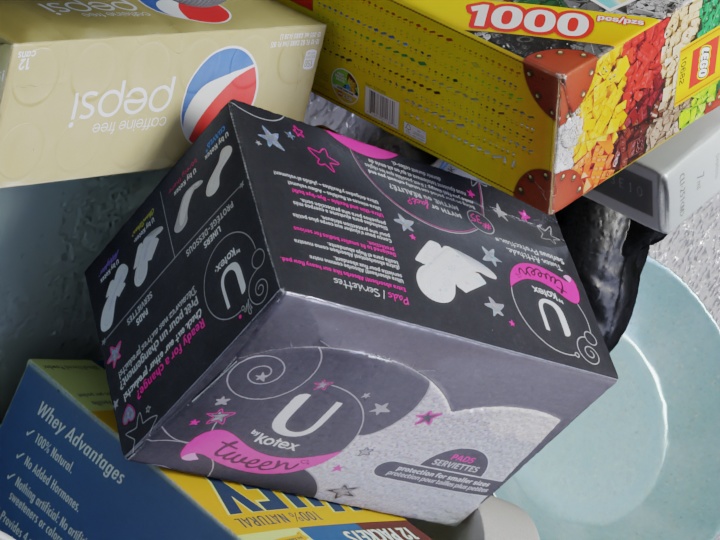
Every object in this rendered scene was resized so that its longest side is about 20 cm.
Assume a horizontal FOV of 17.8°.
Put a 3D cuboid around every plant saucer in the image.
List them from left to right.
[{"bbox_3d":[0.135,0.083,1.329,0.200,0.039,0.202,8,74,-30],"label":"plant saucer"}]

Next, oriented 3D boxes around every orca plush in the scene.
[{"bbox_3d":[0.158,-0.037,1.274,0.105,0.071,0.201,39,73,-43],"label":"orca plush"}]

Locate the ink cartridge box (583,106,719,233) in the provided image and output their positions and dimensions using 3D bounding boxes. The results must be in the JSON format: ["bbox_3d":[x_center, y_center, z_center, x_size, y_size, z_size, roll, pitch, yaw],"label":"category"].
[{"bbox_3d":[0.133,-0.113,1.204,0.173,0.199,0.044,-38,139,-31],"label":"ink cartridge box"}]

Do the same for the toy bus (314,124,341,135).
[{"bbox_3d":[0.000,0.000,1.202,0.065,0.078,0.200,-48,136,-9],"label":"toy bus"}]

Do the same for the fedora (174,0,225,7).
[{"bbox_3d":[-0.084,-0.183,0.939,0.090,0.177,0.200,-35,130,21],"label":"fedora"}]

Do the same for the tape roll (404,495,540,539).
[{"bbox_3d":[0.029,0.206,1.148,0.037,0.203,0.204,21,98,-17],"label":"tape roll"}]

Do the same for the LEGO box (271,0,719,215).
[{"bbox_3d":[0.065,-0.124,1.106,0.149,0.199,0.078,-32,137,-37],"label":"LEGO box"}]

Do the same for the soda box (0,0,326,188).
[{"bbox_3d":[-0.108,-0.086,1.027,0.199,0.064,0.068,-11,122,-50],"label":"soda box"}]

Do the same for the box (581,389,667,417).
[{"bbox_3d":[0.083,0.167,1.371,0.197,0.050,0.201,-2,104,-32],"label":"box"}]

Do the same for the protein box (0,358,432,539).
[{"bbox_3d":[-0.092,0.178,1.103,0.135,0.198,0.201,4,116,-54],"label":"protein box"}]

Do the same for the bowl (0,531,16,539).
[{"bbox_3d":[-0.237,0.176,1.008,0.200,0.090,0.202,-24,130,-32],"label":"bowl"}]

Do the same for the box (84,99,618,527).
[{"bbox_3d":[-0.005,0.028,1.061,0.199,0.115,0.132,17,131,-36],"label":"box"}]

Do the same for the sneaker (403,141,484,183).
[{"bbox_3d":[0.069,-0.089,1.258,0.201,0.086,0.075,-62,-174,-36],"label":"sneaker"}]
